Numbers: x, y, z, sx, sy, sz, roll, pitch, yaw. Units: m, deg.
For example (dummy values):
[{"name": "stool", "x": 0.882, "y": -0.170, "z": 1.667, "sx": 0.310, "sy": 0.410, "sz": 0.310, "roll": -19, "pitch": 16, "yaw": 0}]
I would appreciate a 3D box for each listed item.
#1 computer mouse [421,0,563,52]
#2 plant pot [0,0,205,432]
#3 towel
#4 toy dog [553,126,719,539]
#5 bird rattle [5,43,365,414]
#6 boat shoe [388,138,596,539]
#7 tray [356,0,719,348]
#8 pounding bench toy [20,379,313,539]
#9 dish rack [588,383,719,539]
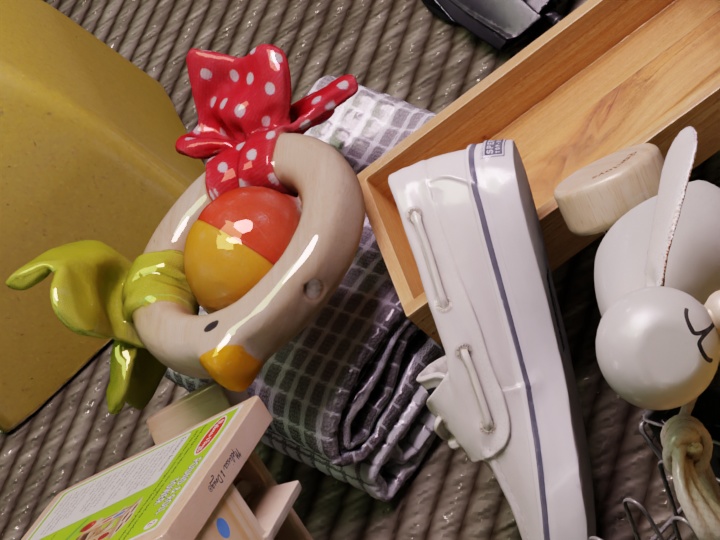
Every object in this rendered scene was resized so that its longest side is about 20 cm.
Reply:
[{"name": "computer mouse", "x": 0.101, "y": -0.185, "z": 1.128, "sx": 0.140, "sy": 0.046, "sz": 0.200, "roll": -45, "pitch": 37, "yaw": 6}, {"name": "plant pot", "x": -0.233, "y": -0.065, "z": 1.221, "sx": 0.195, "sy": 0.200, "sz": 0.194, "roll": -42, "pitch": 38, "yaw": 8}, {"name": "towel", "x": 0.000, "y": 0.000, "z": 1.032, "sx": 0.165, "sy": 0.086, "sz": 0.200, "roll": 18, "pitch": 71, "yaw": 49}, {"name": "toy dog", "x": 0.138, "y": 0.002, "z": 0.780, "sx": 0.096, "sy": 0.132, "sz": 0.200, "roll": -29, "pitch": 28, "yaw": 11}, {"name": "bird rattle", "x": -0.056, "y": -0.014, "z": 0.960, "sx": 0.200, "sy": 0.113, "sz": 0.163, "roll": -45, "pitch": 37, "yaw": -14}, {"name": "boat shoe", "x": 0.057, "y": 0.047, "z": 0.860, "sx": 0.065, "sy": 0.201, "sz": 0.072, "roll": -11, "pitch": 13, "yaw": 10}, {"name": "tray", "x": 0.095, "y": -0.061, "z": 0.915, "sx": 0.200, "sy": 0.037, "sz": 0.099, "roll": -36, "pitch": 43, "yaw": 14}, {"name": "pounding bench toy", "x": -0.060, "y": 0.154, "z": 0.914, "sx": 0.124, "sy": 0.156, "sz": 0.200, "roll": -27, "pitch": 14, "yaw": 25}, {"name": "dish rack", "x": 0.130, "y": 0.141, "z": 0.774, "sx": 0.200, "sy": 0.055, "sz": 0.153, "roll": -45, "pitch": 35, "yaw": -23}]
